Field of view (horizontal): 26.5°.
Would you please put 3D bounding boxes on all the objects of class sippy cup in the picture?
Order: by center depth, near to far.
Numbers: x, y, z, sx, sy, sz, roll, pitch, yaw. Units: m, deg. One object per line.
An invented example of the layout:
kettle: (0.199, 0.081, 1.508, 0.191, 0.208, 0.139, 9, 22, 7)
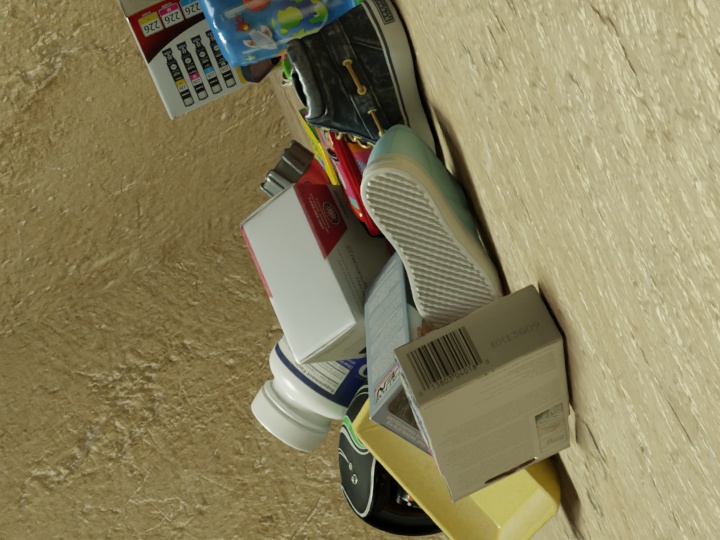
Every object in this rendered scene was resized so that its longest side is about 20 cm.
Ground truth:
sippy cup: (-0.064, -0.228, 1.199, 0.140, 0.129, 0.180, -121, 6, -73)

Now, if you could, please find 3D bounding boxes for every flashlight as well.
flashlight: (-0.015, -0.057, 1.672, 0.199, 0.068, 0.068, 37, 146, -8)

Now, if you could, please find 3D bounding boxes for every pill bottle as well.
pill bottle: (-0.031, 0.092, 1.680, 0.119, 0.201, 0.120, 32, -167, -8)

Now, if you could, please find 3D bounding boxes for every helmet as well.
helmet: (0.066, 0.189, 1.610, 0.191, 0.198, 0.202, -159, 45, -80)

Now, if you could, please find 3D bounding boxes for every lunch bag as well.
lunch bag: (0.000, -0.134, 1.381, 0.201, 0.081, 0.177, -113, -2, -47)

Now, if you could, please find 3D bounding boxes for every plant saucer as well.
plant saucer: (0.095, 0.167, 1.415, 0.200, 0.048, 0.200, 46, 150, 12)

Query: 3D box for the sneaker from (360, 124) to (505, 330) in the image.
sneaker: (0.067, -0.030, 1.192, 0.082, 0.073, 0.201, -73, -35, -45)

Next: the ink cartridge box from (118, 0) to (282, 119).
ink cartridge box: (-0.129, -0.249, 1.582, 0.084, 0.198, 0.177, -119, 5, -49)

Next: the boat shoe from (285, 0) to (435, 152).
boat shoe: (0.000, -0.127, 1.195, 0.201, 0.090, 0.071, 70, 177, -53)

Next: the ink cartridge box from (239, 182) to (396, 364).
ink cartridge box: (0.000, 0.000, 1.438, 0.199, 0.083, 0.147, -2, -117, -54)

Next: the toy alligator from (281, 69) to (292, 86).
toy alligator: (-0.023, -0.174, 1.578, 0.054, 0.060, 0.200, 17, -167, -30)

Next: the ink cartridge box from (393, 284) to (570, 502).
ink cartridge box: (0.092, 0.094, 1.096, 0.201, 0.108, 0.051, 71, 174, -62)

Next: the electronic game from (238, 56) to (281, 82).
electronic game: (-0.089, -0.275, 1.408, 0.200, 0.041, 0.203, 8, -90, -85)

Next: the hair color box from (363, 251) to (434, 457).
hair color box: (0.059, 0.071, 1.263, 0.098, 0.061, 0.201, 33, -156, -18)

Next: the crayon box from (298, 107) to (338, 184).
crayon box: (-0.015, -0.120, 1.986, 0.200, 0.058, 0.174, -120, 7, -70)
